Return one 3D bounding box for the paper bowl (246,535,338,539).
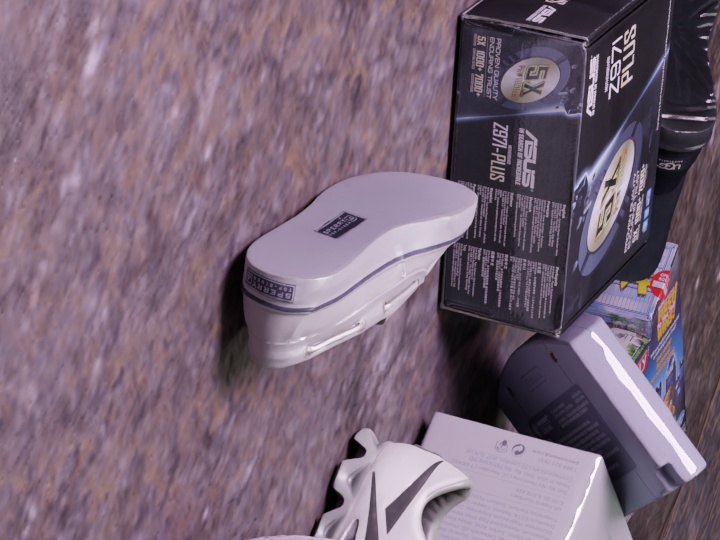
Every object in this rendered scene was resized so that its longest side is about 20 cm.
[{"bbox_3d":[-0.037,0.237,1.362,0.200,0.104,0.202,1,88,-25],"label":"paper bowl"}]

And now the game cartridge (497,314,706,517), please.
[{"bbox_3d":[0.151,0.097,1.722,0.040,0.133,0.200,-38,176,-17],"label":"game cartridge"}]

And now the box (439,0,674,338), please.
[{"bbox_3d":[0.126,-0.085,1.671,0.164,0.086,0.201,-39,138,-56],"label":"box"}]

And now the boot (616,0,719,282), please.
[{"bbox_3d":[0.196,-0.111,1.849,0.168,0.076,0.201,108,-14,-50],"label":"boot"}]

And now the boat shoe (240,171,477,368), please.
[{"bbox_3d":[0.000,0.000,1.435,0.200,0.072,0.066,-36,140,-57],"label":"boat shoe"}]

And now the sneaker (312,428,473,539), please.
[{"bbox_3d":[0.007,0.196,1.548,0.074,0.088,0.201,53,56,-65],"label":"sneaker"}]

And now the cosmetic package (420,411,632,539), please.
[{"bbox_3d":[0.084,0.232,1.706,0.200,0.122,0.201,65,43,-58],"label":"cosmetic package"}]

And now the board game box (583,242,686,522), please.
[{"bbox_3d":[0.187,0.083,1.955,0.200,0.061,0.201,-48,144,-50],"label":"board game box"}]
